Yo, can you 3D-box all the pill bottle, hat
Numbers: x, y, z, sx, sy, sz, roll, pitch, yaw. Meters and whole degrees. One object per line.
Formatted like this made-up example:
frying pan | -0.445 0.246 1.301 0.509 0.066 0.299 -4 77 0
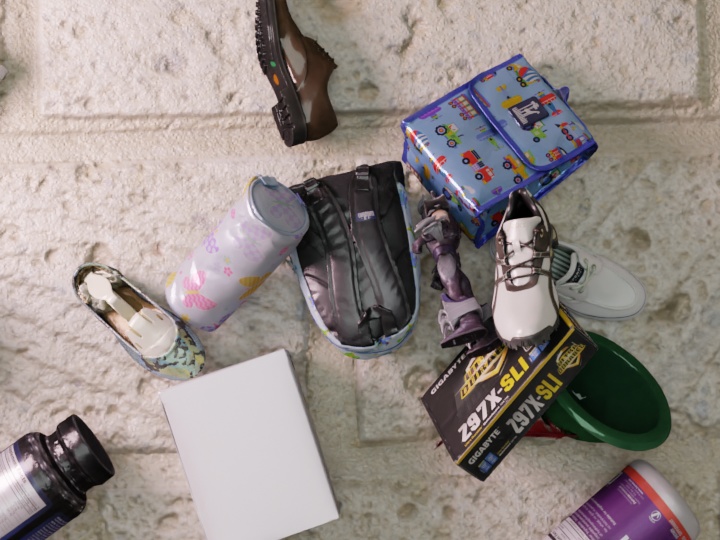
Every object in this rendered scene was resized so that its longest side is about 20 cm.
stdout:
pill bottle | -0.385 0.257 1.717 0.199 0.112 0.112 -35 87 -3
hat | 0.237 0.183 1.760 0.200 0.165 0.177 40 128 11
pill bottle | 0.282 0.318 1.714 0.199 0.112 0.113 -41 87 -3

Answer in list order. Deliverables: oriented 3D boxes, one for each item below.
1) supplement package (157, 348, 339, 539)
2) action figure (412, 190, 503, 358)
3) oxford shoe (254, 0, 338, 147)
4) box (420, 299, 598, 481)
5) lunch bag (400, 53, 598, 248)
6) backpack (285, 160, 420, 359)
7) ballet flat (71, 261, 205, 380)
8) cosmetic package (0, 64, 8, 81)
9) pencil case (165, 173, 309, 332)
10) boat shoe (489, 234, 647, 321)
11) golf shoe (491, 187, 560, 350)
supplement package | -0.124 0.209 1.722 0.154 0.111 0.203 -18 87 -1
action figure | 0.099 -0.003 1.696 0.069 0.130 0.202 -25 59 12
oxford shoe | -0.075 -0.251 1.782 0.083 0.073 0.203 -15 88 -18
box | 0.163 0.117 1.685 0.049 0.160 0.201 36 101 -24
lunch bag | 0.168 -0.151 1.754 0.199 0.094 0.151 -34 68 -14
backpack | 0.000 0.000 1.731 0.161 0.154 0.202 -17 65 -6
ballet flat | -0.261 0.056 1.717 0.199 0.074 0.075 33 87 26
cosmetic package | -0.543 -0.243 1.780 0.199 0.052 0.151 39 89 2
pencil case | -0.143 -0.019 1.703 0.091 0.083 0.200 53 126 14
boat shoe | 0.244 0.006 1.758 0.198 0.067 0.074 19 87 1
golf shoe | 0.173 -0.004 1.634 0.077 0.095 0.202 -10 42 14
